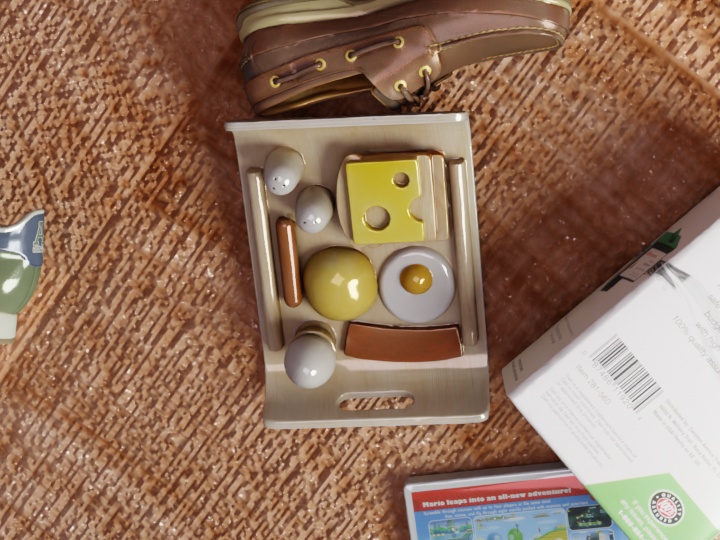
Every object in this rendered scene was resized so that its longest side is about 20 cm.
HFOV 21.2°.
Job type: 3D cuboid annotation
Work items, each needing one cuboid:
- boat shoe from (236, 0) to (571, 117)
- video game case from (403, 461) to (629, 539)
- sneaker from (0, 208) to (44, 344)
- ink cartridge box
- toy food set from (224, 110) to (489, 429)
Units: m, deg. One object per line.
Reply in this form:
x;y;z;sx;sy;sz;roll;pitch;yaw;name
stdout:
0.025;-0.126;1.119;0.198;0.072;0.068;-4;79;13;boat shoe
0.110;0.222;1.227;0.142;0.017;0.202;-6;103;8;video game case
-0.276;-0.038;1.134;0.199;0.067;0.090;26;96;0;sneaker
0.205;0.056;1.135;0.200;0.084;0.146;-40;96;7;ink cartridge box
0.000;0.000;1.152;0.142;0.061;0.202;-2;115;8;toy food set
